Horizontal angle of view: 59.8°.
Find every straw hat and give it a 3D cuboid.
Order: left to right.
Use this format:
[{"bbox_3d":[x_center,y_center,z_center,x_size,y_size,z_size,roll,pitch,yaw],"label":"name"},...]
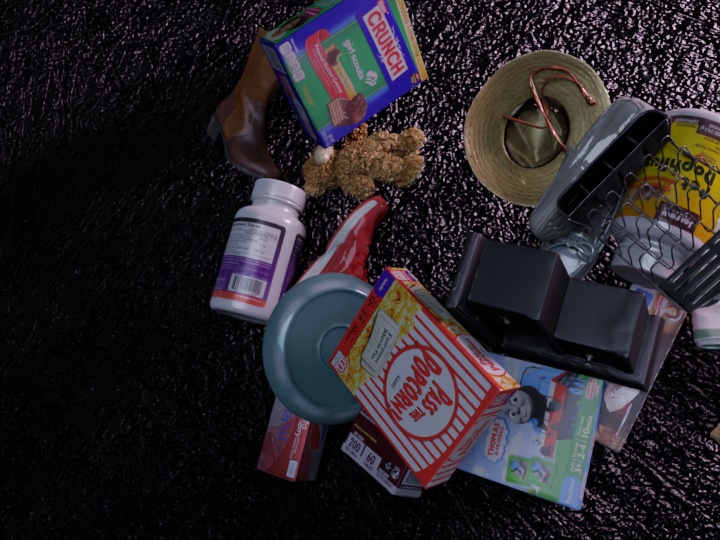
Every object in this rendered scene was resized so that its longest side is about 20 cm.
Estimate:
[{"bbox_3d":[0.237,-0.184,0.850,0.198,0.085,0.204,0,91,9],"label":"straw hat"}]

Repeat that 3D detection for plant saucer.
[{"bbox_3d":[-0.030,0.104,0.827,0.198,0.027,0.203,1,87,-23],"label":"plant saucer"}]

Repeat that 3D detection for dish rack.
[{"bbox_3d":[0.331,-0.062,0.670,0.154,0.054,0.201,-47,49,12],"label":"dish rack"}]

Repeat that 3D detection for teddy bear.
[{"bbox_3d":[0.003,-0.166,0.935,0.198,0.067,0.147,12,72,24],"label":"teddy bear"}]

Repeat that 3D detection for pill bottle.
[{"bbox_3d":[-0.143,-0.027,0.926,0.110,0.111,0.203,10,78,21],"label":"pill bottle"},{"bbox_3d":[0.375,-0.082,0.754,0.108,0.109,0.202,21,84,23],"label":"pill bottle"}]

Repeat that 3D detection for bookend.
[{"bbox_3d":[0.229,0.050,0.714,0.198,0.199,0.093,13,77,31],"label":"bookend"}]

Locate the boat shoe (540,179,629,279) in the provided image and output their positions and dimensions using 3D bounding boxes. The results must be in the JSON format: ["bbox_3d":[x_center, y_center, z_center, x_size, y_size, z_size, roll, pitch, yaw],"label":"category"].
[{"bbox_3d":[0.293,-0.065,0.813,0.074,0.065,0.203,36,88,24],"label":"boat shoe"}]

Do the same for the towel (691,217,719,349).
[{"bbox_3d":[0.477,-0.006,0.754,0.147,0.031,0.203,-1,75,18],"label":"towel"}]

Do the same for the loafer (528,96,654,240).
[{"bbox_3d":[0.278,-0.124,0.773,0.200,0.070,0.070,-49,43,12],"label":"loafer"}]

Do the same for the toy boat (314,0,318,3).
[{"bbox_3d":[-0.037,-0.386,1.002,0.130,0.130,0.202,3,73,51],"label":"toy boat"}]

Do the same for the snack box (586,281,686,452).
[{"bbox_3d":[0.328,0.116,0.772,0.071,0.024,0.202,26,85,27],"label":"snack box"}]

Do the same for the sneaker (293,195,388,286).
[{"bbox_3d":[0.000,0.000,0.903,0.115,0.078,0.201,40,97,12],"label":"sneaker"}]

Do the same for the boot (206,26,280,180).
[{"bbox_3d":[-0.145,-0.259,0.994,0.201,0.068,0.189,-54,52,18],"label":"boot"}]

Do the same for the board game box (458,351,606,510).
[{"bbox_3d":[0.187,0.187,0.780,0.198,0.037,0.153,10,78,31],"label":"board game box"}]

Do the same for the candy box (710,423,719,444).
[{"bbox_3d":[0.497,0.153,0.670,0.200,0.055,0.115,-45,87,3],"label":"candy box"}]

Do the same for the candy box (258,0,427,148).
[{"bbox_3d":[-0.018,-0.305,0.902,0.199,0.170,0.077,-37,40,-10],"label":"candy box"}]

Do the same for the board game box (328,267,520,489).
[{"bbox_3d":[0.064,0.118,0.722,0.200,0.046,0.152,46,118,33],"label":"board game box"}]

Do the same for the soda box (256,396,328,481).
[{"bbox_3d":[-0.076,0.182,0.866,0.063,0.070,0.203,10,79,24],"label":"soda box"}]

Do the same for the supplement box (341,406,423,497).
[{"bbox_3d":[0.068,0.169,0.799,0.108,0.061,0.202,26,90,45],"label":"supplement box"}]
